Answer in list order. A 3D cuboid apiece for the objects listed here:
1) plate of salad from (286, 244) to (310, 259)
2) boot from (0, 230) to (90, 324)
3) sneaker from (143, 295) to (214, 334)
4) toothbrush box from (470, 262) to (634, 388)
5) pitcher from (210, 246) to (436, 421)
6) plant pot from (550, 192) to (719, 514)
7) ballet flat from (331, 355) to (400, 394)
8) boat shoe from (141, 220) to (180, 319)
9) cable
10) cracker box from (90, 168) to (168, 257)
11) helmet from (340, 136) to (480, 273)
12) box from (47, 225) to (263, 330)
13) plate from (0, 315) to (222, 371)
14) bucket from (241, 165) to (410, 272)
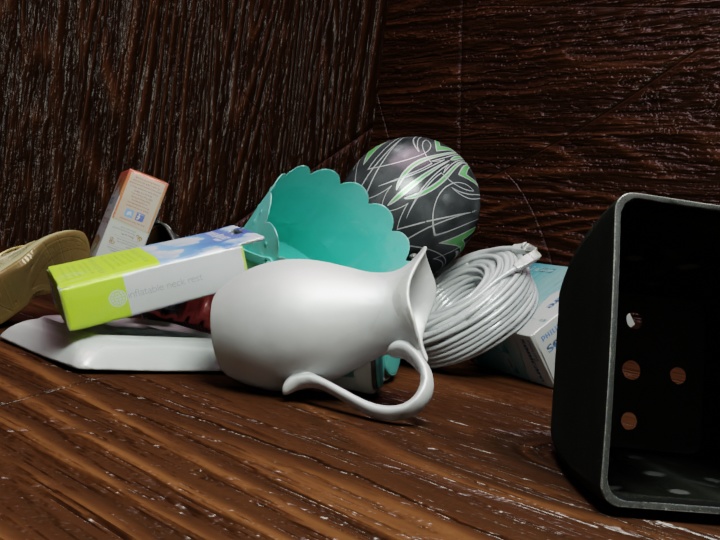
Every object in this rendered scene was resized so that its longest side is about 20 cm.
[{"bbox_3d":[-0.068,0.008,1.183,0.200,0.200,0.048,6,-21,-40],"label":"plate of salad"},{"bbox_3d":[-0.443,0.001,1.107,0.155,0.073,0.200,5,29,27],"label":"boot"},{"bbox_3d":[-0.185,0.047,1.085,0.200,0.071,0.098,24,-18,-25],"label":"sneaker"},{"bbox_3d":[0.236,0.066,1.215,0.146,0.085,0.200,-35,17,-20],"label":"toothbrush box"},{"bbox_3d":[-0.032,0.065,0.826,0.200,0.172,0.121,-7,-43,10],"label":"pitcher"},{"bbox_3d":[0.237,0.071,0.672,0.200,0.200,0.177,7,-10,-10],"label":"plant pot"},{"bbox_3d":[0.001,0.091,0.969,0.069,0.069,0.200,8,4,8],"label":"ballet flat"},{"bbox_3d":[-0.262,0.010,1.194,0.072,0.068,0.200,-17,38,2],"label":"boat shoe"},{"bbox_3d":[0.132,0.046,1.187,0.200,0.069,0.200,-40,19,-20],"label":"cable"},{"bbox_3d":[-0.322,-0.031,1.204,0.058,0.200,0.134,21,-4,-20],"label":"cracker box"},{"bbox_3d":[0.063,-0.082,1.209,0.200,0.200,0.191,7,-23,-7],"label":"helmet"},{"bbox_3d":[-0.204,0.003,0.919,0.200,0.048,0.122,-15,14,-21],"label":"box"},{"bbox_3d":[-0.241,0.073,0.949,0.199,0.032,0.200,7,2,-41],"label":"plate"},{"bbox_3d":[-0.055,-0.005,1.052,0.207,0.207,0.135,6,-37,-42],"label":"bucket"}]
